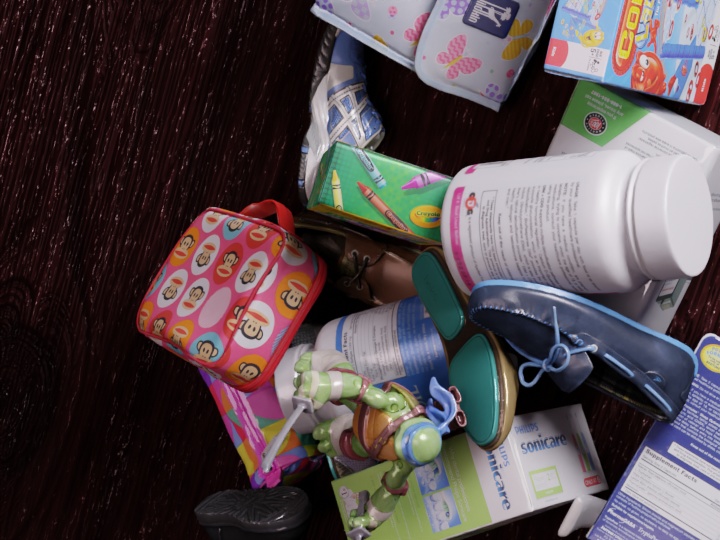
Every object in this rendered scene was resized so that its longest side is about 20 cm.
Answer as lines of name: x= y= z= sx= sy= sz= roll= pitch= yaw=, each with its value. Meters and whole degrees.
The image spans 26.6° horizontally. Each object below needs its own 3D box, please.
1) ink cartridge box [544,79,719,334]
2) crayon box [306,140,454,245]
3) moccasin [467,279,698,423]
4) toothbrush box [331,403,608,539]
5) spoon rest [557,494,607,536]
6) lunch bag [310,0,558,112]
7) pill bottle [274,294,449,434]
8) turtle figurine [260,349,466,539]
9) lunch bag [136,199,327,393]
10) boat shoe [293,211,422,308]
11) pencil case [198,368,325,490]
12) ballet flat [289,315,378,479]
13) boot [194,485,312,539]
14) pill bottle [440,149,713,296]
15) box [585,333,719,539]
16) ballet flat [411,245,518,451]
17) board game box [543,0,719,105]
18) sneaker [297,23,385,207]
ink cartridge box: x=0.222 y=-0.044 z=1.318 sx=0.145 sy=0.084 sz=0.202 roll=34 pitch=109 yaw=31
crayon box: x=0.018 y=-0.067 z=1.379 sx=0.117 sy=0.200 sz=0.059 roll=17 pitch=90 yaw=-5
moccasin: x=0.178 y=0.066 z=1.225 sx=0.198 sy=0.081 sz=0.069 roll=19 pitch=70 yaw=-3
toothbrush box: x=0.098 y=0.194 z=1.373 sx=0.199 sy=0.145 sz=0.087 roll=-26 pitch=76 yaw=33
spoon rest: x=0.269 y=0.254 z=1.305 sx=0.199 sy=0.061 sz=0.100 roll=32 pitch=110 yaw=15
lunch bag: x=0.082 y=-0.265 z=1.396 sx=0.199 sy=0.127 sz=0.171 roll=33 pitch=110 yaw=10
pill bottle: x=0.025 y=0.089 z=1.421 sx=0.198 sy=0.112 sz=0.114 roll=-17 pitch=80 yaw=20
turtle figurine: x=-0.023 y=0.146 z=1.273 sx=0.201 sy=0.143 sz=0.194 roll=-53 pitch=19 yaw=-3
lunch bag: x=-0.122 y=0.012 z=1.476 sx=0.199 sy=0.082 sz=0.177 roll=21 pitch=80 yaw=57
boat shoe: x=0.000 y=0.000 z=1.493 sx=0.199 sy=0.068 sz=0.073 roll=23 pitch=103 yaw=34
pencil case: x=-0.109 y=0.133 z=1.566 sx=0.088 sy=0.088 sz=0.201 roll=-41 pitch=66 yaw=29
ballet flat: x=-0.026 y=0.111 z=1.524 sx=0.072 sy=0.072 sz=0.202 roll=-32 pitch=72 yaw=32
boot: x=-0.069 y=0.314 z=1.495 sx=0.164 sy=0.065 sz=0.202 roll=-5 pitch=110 yaw=54
pill bottle: x=0.174 y=-0.037 z=1.231 sx=0.198 sy=0.113 sz=0.115 roll=-4 pitch=88 yaw=36
box: x=0.289 y=0.167 z=1.263 sx=0.120 sy=0.032 sz=0.201 roll=31 pitch=90 yaw=18
ballet flat: x=0.103 y=0.062 z=1.295 sx=0.069 sy=0.062 sz=0.202 roll=-47 pitch=48 yaw=38
board game box: x=0.240 y=-0.245 z=1.237 sx=0.055 sy=0.195 sz=0.203 roll=18 pitch=101 yaw=34
sneaker: x=-0.011 y=-0.159 z=1.512 sx=0.076 sy=0.076 sz=0.203 roll=7 pitch=92 yaw=9
